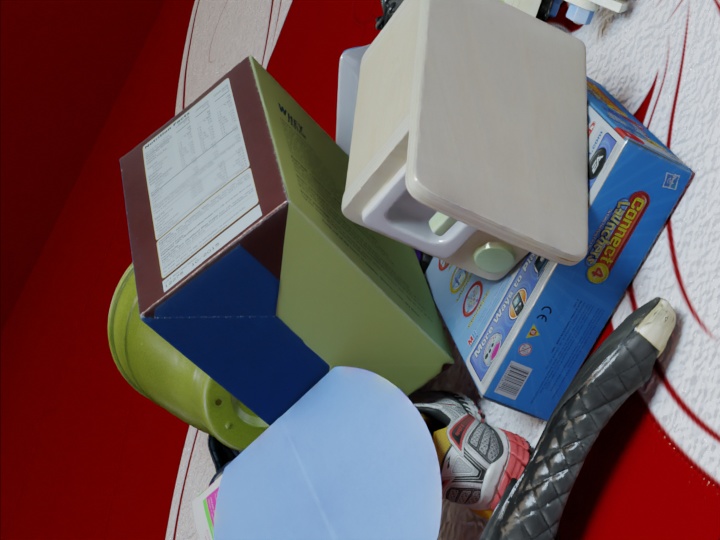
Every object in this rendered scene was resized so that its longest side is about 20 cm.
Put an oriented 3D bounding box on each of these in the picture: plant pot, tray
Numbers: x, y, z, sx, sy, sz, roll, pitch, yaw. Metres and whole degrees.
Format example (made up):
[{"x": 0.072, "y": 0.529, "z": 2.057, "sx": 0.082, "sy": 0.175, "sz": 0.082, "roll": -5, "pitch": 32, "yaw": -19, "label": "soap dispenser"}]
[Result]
[{"x": -0.124, "y": 0.079, "z": 1.502, "sx": 0.201, "sy": 0.200, "sz": 0.193, "roll": -65, "pitch": 30, "yaw": 8, "label": "plant pot"}, {"x": 0.049, "y": -0.145, "z": 1.278, "sx": 0.022, "sy": 0.200, "sz": 0.108, "roll": 18, "pitch": 118, "yaw": 33, "label": "tray"}]

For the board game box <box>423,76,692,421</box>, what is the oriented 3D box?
[{"x": 0.131, "y": -0.028, "z": 1.095, "sx": 0.201, "sy": 0.056, "sz": 0.196, "roll": -62, "pitch": 19, "yaw": 17, "label": "board game box"}]

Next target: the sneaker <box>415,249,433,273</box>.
[{"x": 0.000, "y": -0.001, "z": 1.347, "sx": 0.200, "sy": 0.099, "sz": 0.070, "roll": -24, "pitch": 46, "yaw": 68, "label": "sneaker"}]

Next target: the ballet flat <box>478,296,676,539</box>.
[{"x": 0.141, "y": 0.106, "z": 0.956, "sx": 0.201, "sy": 0.057, "sz": 0.066, "roll": -60, "pitch": -8, "yaw": 9, "label": "ballet flat"}]

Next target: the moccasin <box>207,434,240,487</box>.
[{"x": -0.118, "y": 0.219, "z": 1.486, "sx": 0.081, "sy": 0.068, "sz": 0.200, "roll": -64, "pitch": 19, "yaw": 13, "label": "moccasin"}]

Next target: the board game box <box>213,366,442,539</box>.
[{"x": -0.016, "y": 0.166, "z": 1.063, "sx": 0.200, "sy": 0.039, "sz": 0.158, "roll": -43, "pitch": 52, "yaw": 19, "label": "board game box"}]

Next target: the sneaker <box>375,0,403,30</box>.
[{"x": 0.045, "y": -0.179, "z": 1.209, "sx": 0.201, "sy": 0.079, "sz": 0.076, "roll": -74, "pitch": 7, "yaw": -47, "label": "sneaker"}]

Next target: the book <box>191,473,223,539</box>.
[{"x": -0.073, "y": 0.218, "z": 1.294, "sx": 0.200, "sy": 0.048, "sz": 0.134, "roll": -43, "pitch": 65, "yaw": 50, "label": "book"}]

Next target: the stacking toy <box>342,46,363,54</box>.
[{"x": 0.022, "y": -0.098, "z": 1.419, "sx": 0.110, "sy": 0.115, "sz": 0.201, "roll": -136, "pitch": 60, "yaw": -68, "label": "stacking toy"}]

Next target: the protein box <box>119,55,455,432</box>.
[{"x": -0.058, "y": -0.009, "z": 1.138, "sx": 0.135, "sy": 0.199, "sz": 0.200, "roll": -36, "pitch": 36, "yaw": 14, "label": "protein box"}]

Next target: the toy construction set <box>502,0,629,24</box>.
[{"x": 0.125, "y": -0.169, "z": 1.209, "sx": 0.200, "sy": 0.092, "sz": 0.131, "roll": -56, "pitch": 7, "yaw": 19, "label": "toy construction set"}]

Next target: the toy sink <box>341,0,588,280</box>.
[{"x": 0.069, "y": -0.077, "z": 1.032, "sx": 0.112, "sy": 0.130, "sz": 0.201, "roll": -48, "pitch": 28, "yaw": 45, "label": "toy sink"}]

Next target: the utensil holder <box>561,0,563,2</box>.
[{"x": 0.090, "y": -0.322, "z": 1.308, "sx": 0.170, "sy": 0.199, "sz": 0.170, "roll": -53, "pitch": 24, "yaw": 37, "label": "utensil holder"}]

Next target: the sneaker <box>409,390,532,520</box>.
[{"x": 0.048, "y": 0.119, "z": 1.113, "sx": 0.200, "sy": 0.082, "sz": 0.078, "roll": 7, "pitch": 76, "yaw": 70, "label": "sneaker"}]
